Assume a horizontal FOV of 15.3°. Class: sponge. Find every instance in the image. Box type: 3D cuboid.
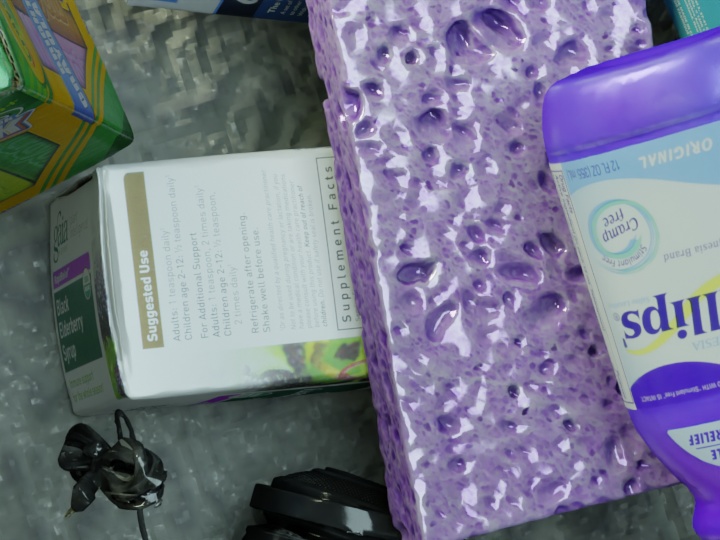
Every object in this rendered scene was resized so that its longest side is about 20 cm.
[{"bbox_3d":[0.050,-0.018,0.876,0.111,0.030,0.200,-10,91,-19],"label":"sponge"}]

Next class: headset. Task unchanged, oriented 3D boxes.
[{"bbox_3d":[-0.022,0.118,0.883,0.200,0.094,0.124,43,73,-21],"label":"headset"}]

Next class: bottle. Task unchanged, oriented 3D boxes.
[{"bbox_3d":[0.121,0.025,0.842,0.083,0.065,0.200,-15,96,24],"label":"bottle"}]

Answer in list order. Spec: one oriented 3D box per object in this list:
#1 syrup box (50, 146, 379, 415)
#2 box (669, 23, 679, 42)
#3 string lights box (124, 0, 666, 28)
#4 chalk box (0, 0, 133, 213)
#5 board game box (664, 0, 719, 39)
[{"bbox_3d":[0.000,0.000,0.919,0.200,0.079,0.082,-6,84,-19],"label":"syrup box"},{"bbox_3d":[0.214,-0.035,0.983,0.200,0.105,0.184,16,77,-16],"label":"box"},{"bbox_3d":[0.023,-0.134,0.917,0.200,0.103,0.059,4,51,-25],"label":"string lights box"},{"bbox_3d":[-0.162,-0.073,0.782,0.124,0.200,0.124,-25,85,6],"label":"chalk box"},{"bbox_3d":[0.213,-0.083,0.910,0.200,0.047,0.151,-22,88,-20],"label":"board game box"}]
